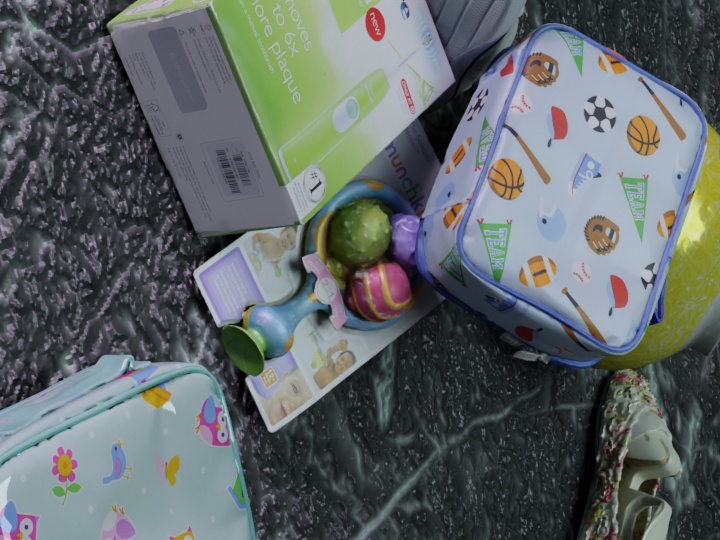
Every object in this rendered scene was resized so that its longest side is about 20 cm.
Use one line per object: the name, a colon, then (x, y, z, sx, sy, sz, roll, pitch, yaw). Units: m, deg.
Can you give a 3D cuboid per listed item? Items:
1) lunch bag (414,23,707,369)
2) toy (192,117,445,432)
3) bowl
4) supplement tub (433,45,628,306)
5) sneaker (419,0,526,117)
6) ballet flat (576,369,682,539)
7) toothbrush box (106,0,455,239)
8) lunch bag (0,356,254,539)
lunch bag: (0.129, -0.040, 1.477, 0.160, 0.076, 0.200, 30, 67, -18)
toy: (0.000, 0.000, 1.462, 0.200, 0.047, 0.115, -36, 111, -29)
bowl: (0.220, -0.002, 1.664, 0.108, 0.200, 0.200, 32, 45, 7)
supplement tub: (0.119, -0.068, 1.616, 0.200, 0.122, 0.123, -48, 122, -45)
sneaker: (0.072, -0.172, 1.522, 0.071, 0.200, 0.073, -35, 83, -29)
ballet flat: (0.203, 0.163, 1.742, 0.076, 0.064, 0.200, 39, 55, -42)
toothbrush box: (-0.043, -0.131, 1.441, 0.200, 0.086, 0.146, -45, 120, -48)
lunch bag: (-0.144, 0.135, 1.259, 0.200, 0.077, 0.161, -26, 104, -51)
